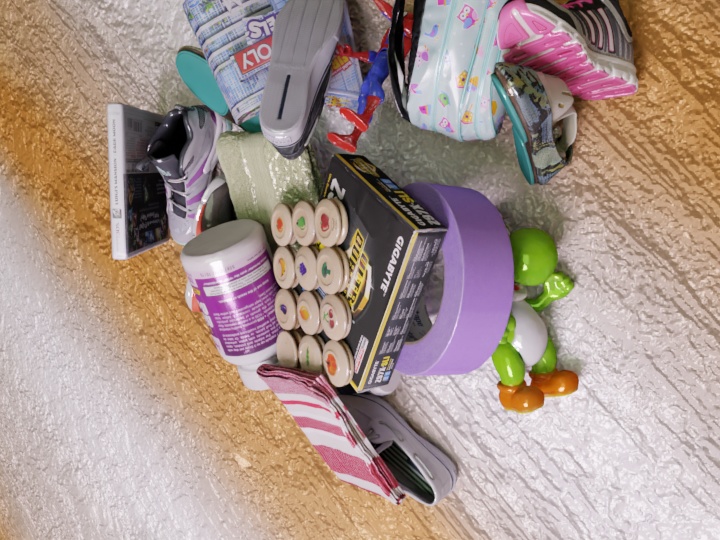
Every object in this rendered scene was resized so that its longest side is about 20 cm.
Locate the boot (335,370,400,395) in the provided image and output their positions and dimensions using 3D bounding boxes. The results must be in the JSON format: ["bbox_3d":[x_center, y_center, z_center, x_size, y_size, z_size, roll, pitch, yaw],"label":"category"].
[{"bbox_3d":[-0.010,0.056,0.821,0.089,0.072,0.205,-14,79,47],"label":"boot"}]

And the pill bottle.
[{"bbox_3d":[-0.146,0.048,0.841,0.110,0.113,0.204,-4,117,27],"label":"pill bottle"}]

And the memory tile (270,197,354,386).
[{"bbox_3d":[-0.059,0.023,0.741,0.152,0.017,0.205,5,100,54],"label":"memory tile"}]

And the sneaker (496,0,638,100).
[{"bbox_3d":[0.196,-0.227,0.616,0.073,0.197,0.090,-7,79,51],"label":"sneaker"}]

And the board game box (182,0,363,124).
[{"bbox_3d":[-0.083,-0.267,0.777,0.197,0.062,0.203,-27,92,-5],"label":"board game box"}]

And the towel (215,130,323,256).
[{"bbox_3d":[-0.104,-0.081,0.833,0.145,0.036,0.204,2,117,29],"label":"towel"}]

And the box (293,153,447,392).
[{"bbox_3d":[0.000,0.000,0.711,0.160,0.048,0.203,48,131,41],"label":"box"}]

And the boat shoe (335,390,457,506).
[{"bbox_3d":[0.030,0.216,0.820,0.197,0.066,0.075,27,108,22],"label":"boat shoe"}]

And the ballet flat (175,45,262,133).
[{"bbox_3d":[-0.152,-0.224,0.851,0.199,0.071,0.071,39,112,8],"label":"ballet flat"}]

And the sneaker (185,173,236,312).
[{"bbox_3d":[-0.184,-0.030,0.905,0.080,0.077,0.204,16,113,9],"label":"sneaker"}]

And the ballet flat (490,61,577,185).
[{"bbox_3d":[0.174,-0.150,0.632,0.073,0.200,0.076,-5,74,19],"label":"ballet flat"}]

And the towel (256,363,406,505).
[{"bbox_3d":[-0.039,0.198,0.791,0.143,0.023,0.202,-2,125,55],"label":"towel"}]

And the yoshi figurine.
[{"bbox_3d":[0.180,0.041,0.704,0.110,0.112,0.205,-15,88,12],"label":"yoshi figurine"}]

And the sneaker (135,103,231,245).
[{"bbox_3d":[-0.251,-0.126,0.874,0.076,0.140,0.204,19,106,17],"label":"sneaker"}]

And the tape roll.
[{"bbox_3d":[0.078,0.010,0.708,0.199,0.064,0.205,-8,81,63],"label":"tape roll"}]

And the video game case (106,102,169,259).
[{"bbox_3d":[-0.293,-0.120,0.876,0.023,0.200,0.187,1,99,-2],"label":"video game case"}]

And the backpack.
[{"bbox_3d":[0.107,-0.238,0.671,0.124,0.166,0.204,19,113,23],"label":"backpack"}]

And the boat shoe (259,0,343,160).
[{"bbox_3d":[-0.067,-0.218,0.717,0.070,0.071,0.204,15,72,6],"label":"boat shoe"}]

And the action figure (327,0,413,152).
[{"bbox_3d":[0.001,-0.234,0.713,0.098,0.202,0.065,33,148,-7],"label":"action figure"}]
